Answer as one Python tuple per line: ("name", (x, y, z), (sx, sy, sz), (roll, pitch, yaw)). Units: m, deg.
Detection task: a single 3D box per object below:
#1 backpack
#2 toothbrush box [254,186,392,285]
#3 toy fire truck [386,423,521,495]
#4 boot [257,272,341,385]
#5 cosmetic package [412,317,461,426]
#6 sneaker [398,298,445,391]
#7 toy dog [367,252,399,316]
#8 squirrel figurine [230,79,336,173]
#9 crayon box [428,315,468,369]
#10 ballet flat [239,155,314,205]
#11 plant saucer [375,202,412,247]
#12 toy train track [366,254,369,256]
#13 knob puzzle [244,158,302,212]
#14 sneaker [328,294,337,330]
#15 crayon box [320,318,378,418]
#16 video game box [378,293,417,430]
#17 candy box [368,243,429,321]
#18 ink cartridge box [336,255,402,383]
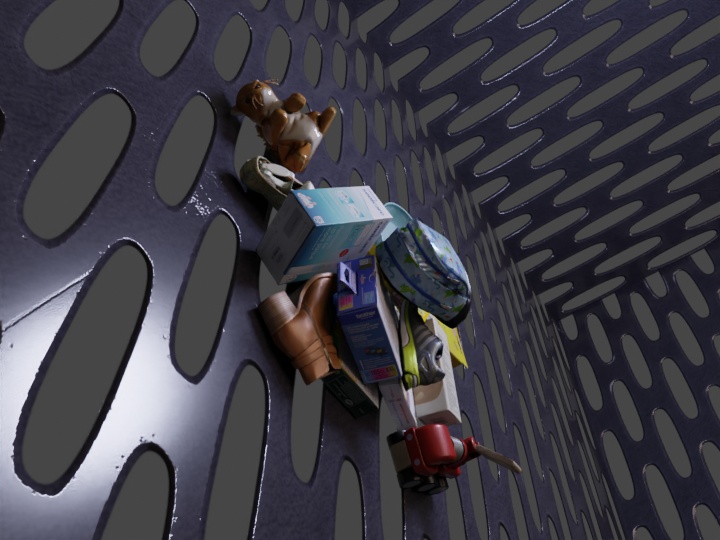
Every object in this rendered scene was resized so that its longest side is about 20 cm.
("backpack", (0.113, -0.004, 1.294), (0.198, 0.154, 0.165), (16, 41, -34))
("toothbrush box", (-0.062, -0.064, 1.257), (0.198, 0.147, 0.086), (-11, 56, -49))
("toy fire truck", (0.175, 0.343, 1.331), (0.176, 0.198, 0.130), (34, 32, -52))
("boot", (-0.071, 0.096, 1.204), (0.199, 0.074, 0.156), (-25, 80, -48))
("cosmetic package", (0.148, 0.214, 1.490), (0.105, 0.070, 0.203), (50, 28, -54))
("sneaker", (0.110, 0.130, 1.315), (0.075, 0.079, 0.203), (93, -3, -50))
("toy dog", (0.037, 0.056, 1.500), (0.198, 0.133, 0.097), (25, 26, -27))
("squirrel figurine", (-0.170, -0.292, 1.452), (0.185, 0.143, 0.200), (32, -16, -5))
("crayon box", (0.177, 0.149, 1.685), (0.200, 0.050, 0.128), (43, 27, -42))
("ballet flat", (-0.126, -0.147, 1.320), (0.198, 0.071, 0.071), (28, 33, -24))
("plant saucer", (0.082, -0.035, 1.433), (0.200, 0.036, 0.203), (41, 36, -39))
("toy train track", (0.000, 0.000, 1.400), (0.113, 0.033, 0.202), (11, 47, -16))
("knob puzzle", (-0.140, -0.158, 1.406), (0.219, 0.030, 0.221), (40, 21, -19))
("sneaker", (-0.063, 0.036, 1.347), (0.078, 0.065, 0.202), (38, 30, -45))
("crayon box", (-0.020, 0.153, 1.321), (0.126, 0.051, 0.201), (51, 23, -29))
("video game box", (0.066, 0.181, 1.406), (0.184, 0.046, 0.203), (72, 11, -49))
("candy box", (0.077, 0.018, 1.451), (0.202, 0.026, 0.102), (63, 23, -7))
("ink cartridge box", (0.011, 0.072, 1.234), (0.138, 0.075, 0.202), (-92, 168, -53))
